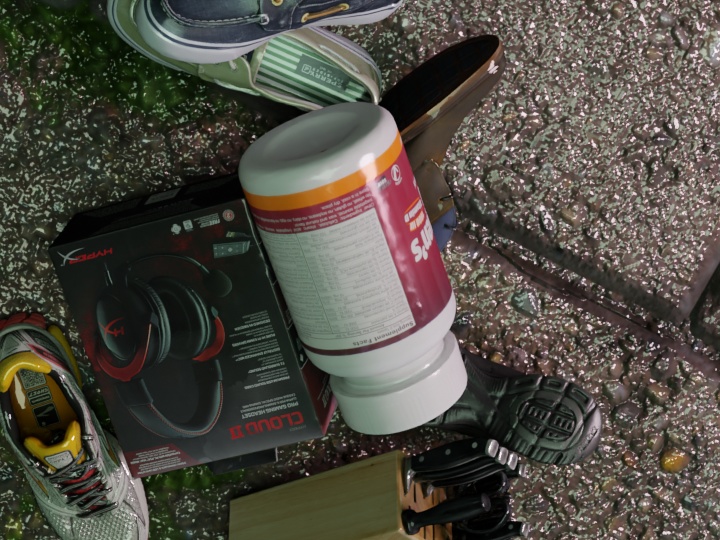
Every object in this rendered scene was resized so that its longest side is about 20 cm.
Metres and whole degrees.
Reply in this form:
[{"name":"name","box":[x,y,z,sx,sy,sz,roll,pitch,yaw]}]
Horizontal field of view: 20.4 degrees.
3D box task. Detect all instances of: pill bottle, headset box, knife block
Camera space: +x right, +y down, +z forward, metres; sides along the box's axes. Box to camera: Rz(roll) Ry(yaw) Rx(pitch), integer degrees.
[{"name":"pill bottle","box":[0.000,0.000,1.322,0.109,0.110,0.201,-21,114,-1]},{"name":"headset box","box":[-0.109,0.046,1.380,0.147,0.075,0.202,-13,109,14]},{"name":"knife block","box":[0.014,0.168,1.405,0.198,0.064,0.176,6,148,-9]}]

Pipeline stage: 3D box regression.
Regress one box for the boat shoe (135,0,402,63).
[{"name":"boat shoe","box":[-0.047,-0.196,1.295,0.199,0.091,0.071,-16,73,-27]}]

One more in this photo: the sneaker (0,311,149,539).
[{"name":"sneaker","box":[-0.211,0.132,1.405,0.077,0.082,0.201,-26,109,1]}]

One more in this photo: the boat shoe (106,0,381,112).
[{"name":"boat shoe","box":[-0.074,-0.154,1.350,0.198,0.062,0.073,17,103,-12]}]

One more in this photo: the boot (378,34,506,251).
[{"name":"boot","box":[0.045,-0.072,1.393,0.200,0.075,0.097,-41,117,16]}]

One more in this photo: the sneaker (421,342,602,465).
[{"name":"sneaker","box":[0.076,0.091,1.437,0.199,0.091,0.076,25,83,9]}]
